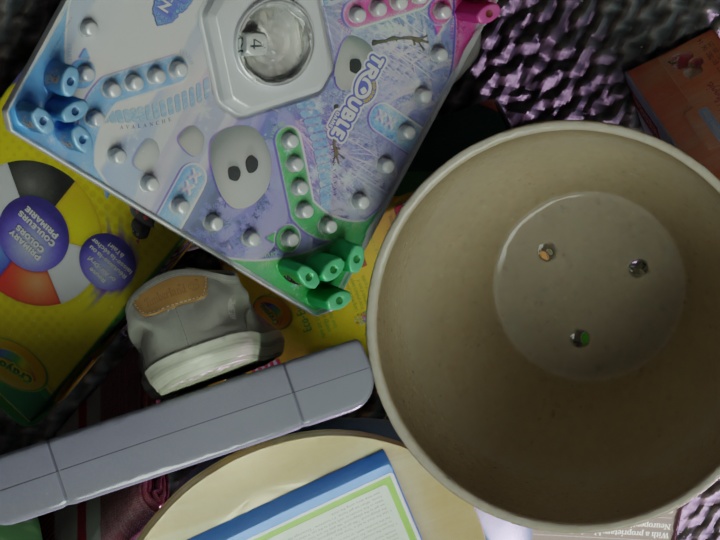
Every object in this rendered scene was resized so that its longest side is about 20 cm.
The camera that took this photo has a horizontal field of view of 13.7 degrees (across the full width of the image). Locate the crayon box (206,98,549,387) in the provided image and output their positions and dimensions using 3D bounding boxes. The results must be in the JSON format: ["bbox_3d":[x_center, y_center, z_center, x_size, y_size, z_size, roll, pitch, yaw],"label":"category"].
[{"bbox_3d":[0.000,0.000,1.596,0.200,0.051,0.127,-21,135,-2],"label":"crayon box"}]

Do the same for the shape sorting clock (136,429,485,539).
[{"bbox_3d":[-0.030,0.168,1.541,0.200,0.039,0.200,-7,116,-14],"label":"shape sorting clock"}]

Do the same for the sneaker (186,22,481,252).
[{"bbox_3d":[-0.026,-0.076,1.518,0.200,0.077,0.082,-31,163,7],"label":"sneaker"}]

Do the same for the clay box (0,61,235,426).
[{"bbox_3d":[-0.156,-0.016,1.483,0.115,0.048,0.200,42,114,4],"label":"clay box"}]

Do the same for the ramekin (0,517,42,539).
[{"bbox_3d":[-0.255,0.169,1.564,0.098,0.200,0.200,19,123,-42],"label":"ramekin"}]

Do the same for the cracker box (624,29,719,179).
[{"bbox_3d":[0.213,-0.013,1.603,0.058,0.134,0.200,-27,136,-1],"label":"cracker box"}]

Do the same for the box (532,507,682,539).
[{"bbox_3d":[0.119,0.204,1.768,0.100,0.075,0.200,3,112,-12],"label":"box"}]

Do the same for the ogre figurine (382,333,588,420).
[{"bbox_3d":[0.092,0.075,1.654,0.200,0.120,0.098,-20,134,-3],"label":"ogre figurine"}]

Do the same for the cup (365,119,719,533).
[{"bbox_3d":[0.111,0.018,1.496,0.200,0.143,0.201,1,98,8],"label":"cup"}]

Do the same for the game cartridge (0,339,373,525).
[{"bbox_3d":[-0.094,0.080,1.461,0.200,0.133,0.042,-18,93,-7],"label":"game cartridge"}]

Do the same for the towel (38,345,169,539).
[{"bbox_3d":[-0.169,0.148,1.607,0.023,0.144,0.200,32,116,-23],"label":"towel"}]

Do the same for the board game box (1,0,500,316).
[{"bbox_3d":[-0.040,-0.107,1.406,0.200,0.026,0.200,32,82,-30],"label":"board game box"}]

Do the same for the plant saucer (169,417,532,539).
[{"bbox_3d":[-0.007,0.151,1.601,0.200,0.027,0.200,0,138,0],"label":"plant saucer"}]

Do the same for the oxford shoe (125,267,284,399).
[{"bbox_3d":[-0.080,0.029,1.470,0.075,0.058,0.200,-22,176,-2],"label":"oxford shoe"}]
